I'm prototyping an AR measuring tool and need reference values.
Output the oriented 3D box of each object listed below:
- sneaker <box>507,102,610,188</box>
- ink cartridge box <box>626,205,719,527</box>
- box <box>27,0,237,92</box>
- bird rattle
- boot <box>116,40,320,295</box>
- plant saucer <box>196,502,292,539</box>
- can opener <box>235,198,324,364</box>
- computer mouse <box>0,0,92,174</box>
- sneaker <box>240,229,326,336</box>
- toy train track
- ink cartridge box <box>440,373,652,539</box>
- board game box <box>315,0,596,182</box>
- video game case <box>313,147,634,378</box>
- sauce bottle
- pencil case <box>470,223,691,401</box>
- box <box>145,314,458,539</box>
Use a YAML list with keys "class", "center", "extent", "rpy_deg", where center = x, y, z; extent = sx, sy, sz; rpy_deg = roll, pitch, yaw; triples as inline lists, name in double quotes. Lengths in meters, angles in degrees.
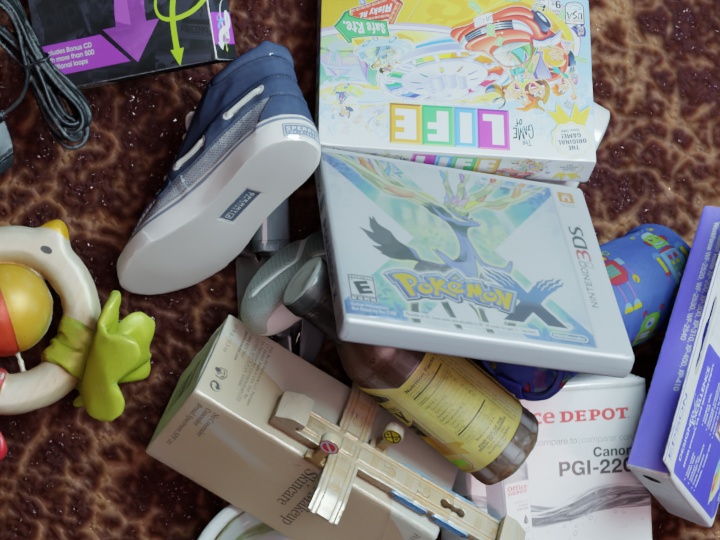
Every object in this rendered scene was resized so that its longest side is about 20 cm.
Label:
- class: "sneaker"
  center: [0.106, -0.047, 1.404]
  extent: [0.084, 0.073, 0.201]
  rpy_deg: [27, 76, -5]
- class: "ink cartridge box"
  center: [0.242, 0.063, 1.359]
  extent: [0.043, 0.200, 0.200]
  rpy_deg: [12, 75, 23]
- class: "box"
  center: [-0.170, -0.232, 1.316]
  extent: [0.142, 0.036, 0.202]
  rpy_deg: [-9, 92, 23]
- class: "bird rattle"
  center: [-0.244, 0.054, 1.327]
  extent: [0.198, 0.113, 0.165]
  rpy_deg: [-19, 83, 1]
- class: "boot"
  center: [-0.104, -0.068, 1.332]
  extent: [0.072, 0.200, 0.091]
  rpy_deg: [20, 43, -42]
- class: "plant saucer"
  center: [-0.043, 0.255, 1.354]
  extent: [0.198, 0.050, 0.202]
  rpy_deg: [16, 55, -23]
- class: "can opener"
  center: [-0.062, -0.029, 1.380]
  extent: [0.066, 0.053, 0.203]
  rpy_deg: [-3, 91, -45]
- class: "computer mouse"
  center: [-0.296, -0.108, 1.302]
  extent: [0.199, 0.046, 0.141]
  rpy_deg: [-28, 95, 1]
- class: "sneaker"
  center: [0.000, 0.000, 1.350]
  extent: [0.200, 0.070, 0.081]
  rpy_deg: [-36, 115, -33]
- class: "toy train track"
  center: [0.032, 0.137, 1.296]
  extent: [0.199, 0.033, 0.115]
  rpy_deg: [32, 47, -12]
- class: "ink cartridge box"
  center: [0.136, 0.178, 1.401]
  extent: [0.144, 0.085, 0.203]
  rpy_deg: [-3, 89, -13]
- class: "board game box"
  center: [0.067, -0.136, 1.370]
  extent: [0.198, 0.034, 0.136]
  rpy_deg: [3, 66, -6]
- class: "video game case"
  center: [0.072, -0.008, 1.279]
  extent: [0.198, 0.183, 0.022]
  rpy_deg: [8, 128, -14]
- class: "sauce bottle"
  center: [0.032, 0.065, 1.290]
  extent: [0.200, 0.065, 0.065]
  rpy_deg: [40, 82, -18]
- class: "pencil case"
  center: [0.164, 0.032, 1.367]
  extent: [0.199, 0.078, 0.088]
  rpy_deg: [-24, 140, -45]
- class: "box"
  center: [-0.039, 0.129, 1.343]
  extent: [0.199, 0.095, 0.078]
  rpy_deg: [31, 46, -9]
